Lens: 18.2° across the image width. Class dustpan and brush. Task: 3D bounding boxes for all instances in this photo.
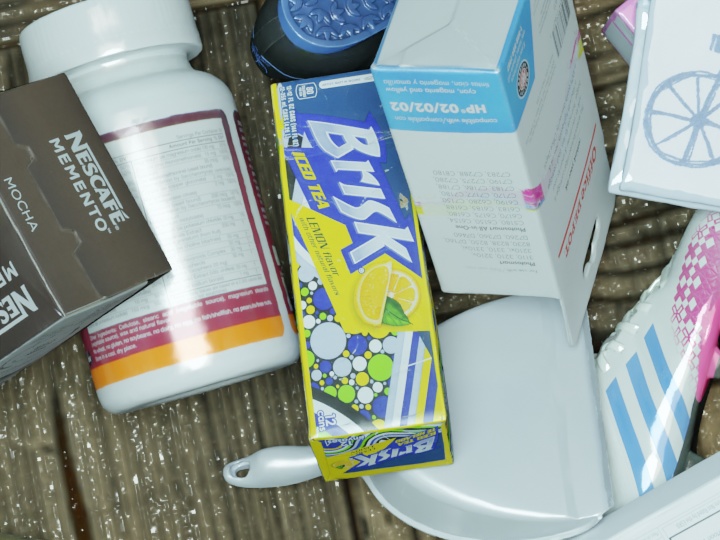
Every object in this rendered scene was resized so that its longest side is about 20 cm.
[{"bbox_3d":[0.025,0.087,1.173,0.199,0.057,0.140,-5,59,1],"label":"dustpan and brush"}]

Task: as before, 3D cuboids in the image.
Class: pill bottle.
[{"bbox_3d":[-0.106,-0.036,1.154,0.109,0.110,0.201,-16,86,-3],"label":"pill bottle"}]

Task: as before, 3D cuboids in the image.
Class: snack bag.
[{"bbox_3d":[0.231,-0.122,1.147,0.188,0.021,0.201,8,87,0],"label":"snack bag"}]

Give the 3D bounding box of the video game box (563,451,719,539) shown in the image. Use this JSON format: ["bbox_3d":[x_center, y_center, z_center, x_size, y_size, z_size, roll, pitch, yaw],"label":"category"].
[{"bbox_3d":[0.164,0.206,1.130,0.200,0.047,0.183,-31,97,16],"label":"video game box"}]

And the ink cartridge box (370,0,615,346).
[{"bbox_3d":[0.071,-0.067,1.126,0.068,0.200,0.115,3,49,21],"label":"ink cartridge box"}]

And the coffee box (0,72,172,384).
[{"bbox_3d":[-0.201,0.002,1.109,0.200,0.080,0.113,-31,86,40],"label":"coffee box"}]

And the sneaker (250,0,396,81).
[{"bbox_3d":[0.033,-0.149,1.193,0.199,0.078,0.070,-16,83,-24],"label":"sneaker"}]

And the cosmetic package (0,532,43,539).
[{"bbox_3d":[-0.264,0.155,1.139,0.199,0.105,0.071,11,85,-2],"label":"cosmetic package"}]

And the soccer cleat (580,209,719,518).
[{"bbox_3d":[0.150,0.048,1.177,0.086,0.070,0.201,12,80,15],"label":"soccer cleat"}]

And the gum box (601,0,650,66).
[{"bbox_3d":[0.229,-0.099,1.190,0.113,0.066,0.200,-39,87,-3],"label":"gum box"}]

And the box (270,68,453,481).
[{"bbox_3d":[0.000,0.000,1.144,0.070,0.064,0.201,-8,65,2],"label":"box"}]
